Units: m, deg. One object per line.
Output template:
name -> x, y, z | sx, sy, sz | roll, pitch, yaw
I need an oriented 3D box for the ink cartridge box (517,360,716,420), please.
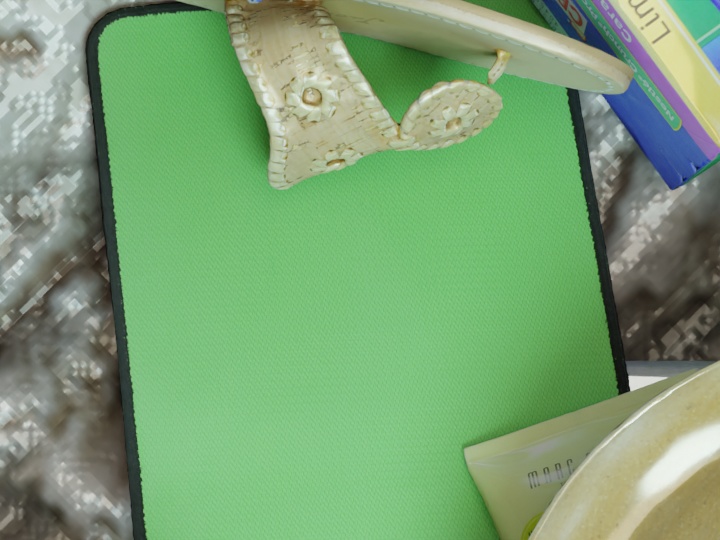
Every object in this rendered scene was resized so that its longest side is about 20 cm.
ink cartridge box -> 0.049, 0.111, 0.875 | 0.199, 0.050, 0.163 | -1, 84, -10

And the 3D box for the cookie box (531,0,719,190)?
cookie box -> 0.137, -0.152, 0.892 | 0.200, 0.075, 0.171 | -35, 84, -9

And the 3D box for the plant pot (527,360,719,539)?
plant pot -> 0.130, 0.111, 0.729 | 0.199, 0.027, 0.201 | -11, 60, 20

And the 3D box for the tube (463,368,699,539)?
tube -> 0.087, 0.125, 0.790 | 0.058, 0.052, 0.201 | 4, 55, -27

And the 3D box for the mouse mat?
mouse mat -> 0.000, 0.000, 0.872 | 0.160, 0.008, 0.201 | -4, 68, -7

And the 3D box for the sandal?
sandal -> -0.025, -0.062, 0.866 | 0.211, 0.078, 0.070 | 19, 86, 9

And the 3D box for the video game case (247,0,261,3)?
video game case -> -0.003, -0.196, 0.849 | 0.200, 0.046, 0.181 | -35, 52, -9
